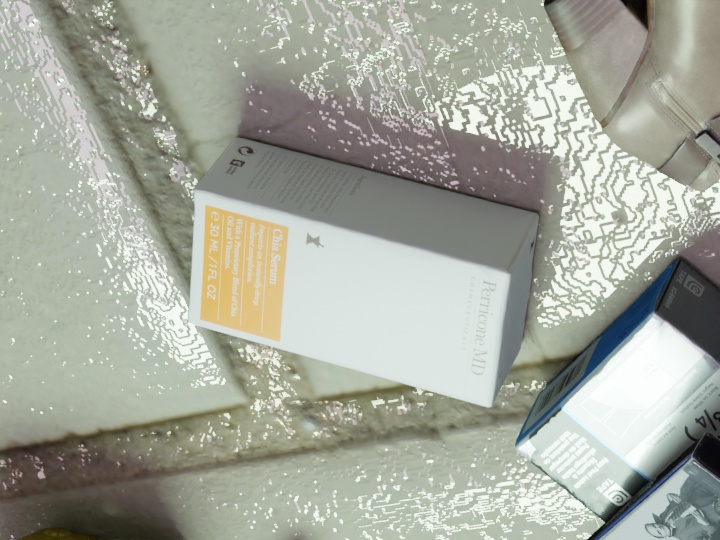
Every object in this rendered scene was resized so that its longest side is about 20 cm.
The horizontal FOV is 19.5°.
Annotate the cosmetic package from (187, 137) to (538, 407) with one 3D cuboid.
[{"bbox_3d":[0.000,0.000,1.268,0.198,0.071,0.102,14,124,13],"label":"cosmetic package"}]

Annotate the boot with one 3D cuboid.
[{"bbox_3d":[0.199,-0.134,1.111,0.146,0.070,0.200,44,128,-15],"label":"boot"}]

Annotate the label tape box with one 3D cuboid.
[{"bbox_3d":[0.215,0.112,1.252,0.200,0.063,0.144,39,127,-3],"label":"label tape box"}]

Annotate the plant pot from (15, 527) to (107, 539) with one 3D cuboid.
[{"bbox_3d":[-0.207,0.293,1.460,0.193,0.195,0.202,9,99,21],"label":"plant pot"}]

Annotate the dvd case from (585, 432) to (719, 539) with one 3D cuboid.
[{"bbox_3d":[0.216,0.178,1.204,0.150,0.025,0.200,36,152,3],"label":"dvd case"}]
